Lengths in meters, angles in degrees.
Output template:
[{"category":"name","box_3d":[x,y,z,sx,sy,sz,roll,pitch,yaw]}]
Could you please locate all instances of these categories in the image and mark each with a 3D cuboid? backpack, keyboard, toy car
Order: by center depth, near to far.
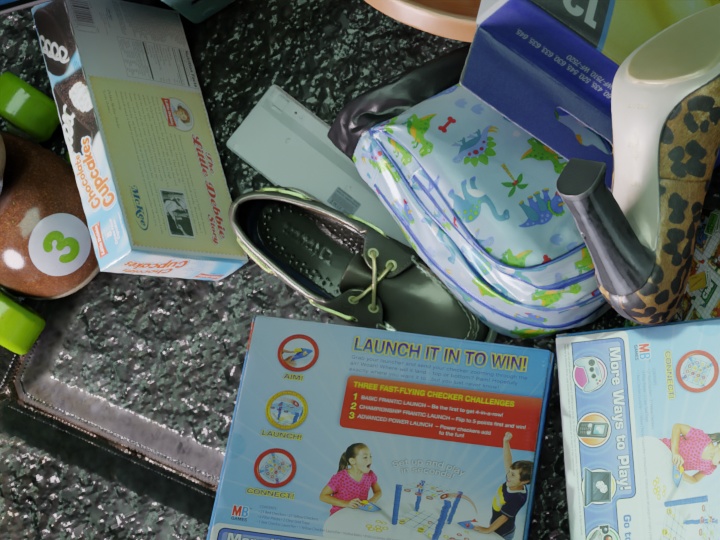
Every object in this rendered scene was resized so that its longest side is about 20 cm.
[{"category":"backpack","box_3d":[0.098,-0.052,1.602,0.163,0.154,0.200,-23,83,-17]},{"category":"toy car","box_3d":[-0.269,-0.058,1.679,0.158,0.200,0.164,32,88,22]},{"category":"keyboard","box_3d":[-0.006,-0.053,1.699,0.200,0.011,0.056,39,96,22]}]

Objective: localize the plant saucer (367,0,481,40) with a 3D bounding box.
[{"category":"plant saucer","box_3d":[0.079,-0.211,1.637,0.200,0.032,0.200,4,40,-3]}]

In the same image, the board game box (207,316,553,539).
[{"category":"board game box","box_3d":[0.013,0.138,1.569,0.200,0.056,0.196,7,62,8]}]

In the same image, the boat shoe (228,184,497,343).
[{"category":"boat shoe","box_3d":[-0.001,0.003,1.651,0.202,0.060,0.072,29,99,22]}]

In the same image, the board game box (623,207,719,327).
[{"category":"board game box","box_3d":[0.218,0.059,1.593,0.105,0.023,0.200,12,80,18]}]

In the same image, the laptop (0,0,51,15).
[{"category":"laptop","box_3d":[-0.197,-0.273,1.623,0.177,0.103,0.200,-14,86,9]}]

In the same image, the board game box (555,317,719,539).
[{"category":"board game box","box_3d":[0.229,0.130,1.531,0.195,0.056,0.200,-7,75,15]}]

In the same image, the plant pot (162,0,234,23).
[{"category":"plant pot","box_3d":[-0.140,-0.286,1.731,0.141,0.141,0.200,-31,77,8]}]

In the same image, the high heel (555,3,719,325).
[{"category":"high heel","box_3d":[0.204,-0.068,1.520,0.071,0.143,0.200,22,63,43]}]

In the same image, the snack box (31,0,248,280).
[{"category":"snack box","box_3d":[-0.152,-0.093,1.695,0.037,0.116,0.200,-30,68,35]}]

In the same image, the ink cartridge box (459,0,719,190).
[{"category":"ink cartridge box","box_3d":[0.167,-0.154,1.551,0.047,0.198,0.200,-26,41,47]}]
